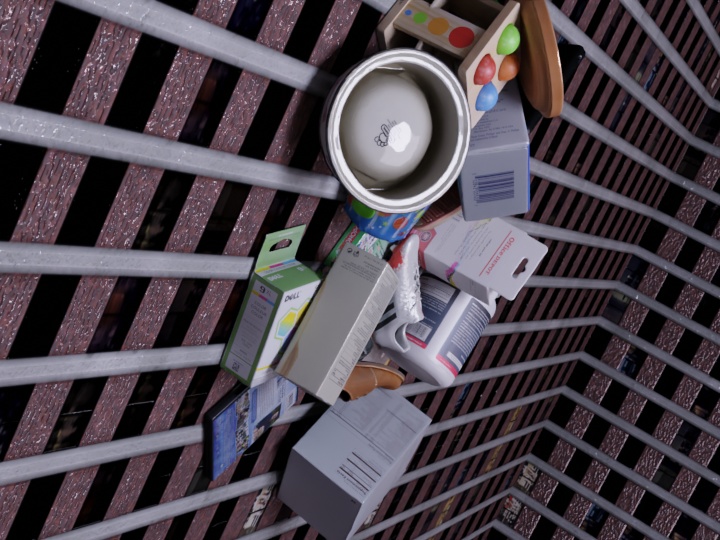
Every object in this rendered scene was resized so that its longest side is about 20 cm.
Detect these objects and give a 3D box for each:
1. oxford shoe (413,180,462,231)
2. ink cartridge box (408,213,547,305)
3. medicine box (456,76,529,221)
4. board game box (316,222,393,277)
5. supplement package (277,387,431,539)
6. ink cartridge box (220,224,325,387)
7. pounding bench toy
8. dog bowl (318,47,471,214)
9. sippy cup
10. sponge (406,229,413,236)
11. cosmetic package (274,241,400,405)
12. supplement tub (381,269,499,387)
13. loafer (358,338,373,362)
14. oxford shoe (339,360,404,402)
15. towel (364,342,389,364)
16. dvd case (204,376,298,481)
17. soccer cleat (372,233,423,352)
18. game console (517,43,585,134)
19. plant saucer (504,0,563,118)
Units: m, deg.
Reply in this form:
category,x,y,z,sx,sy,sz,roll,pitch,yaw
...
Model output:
category,x,y,z,sx,sy,sz,roll,pitch,yaw
oxford shoe,0.161,-0.114,1.751,0.199,0.071,0.074,-34,144,-5
ink cartridge box,0.183,-0.028,1.789,0.117,0.199,0.068,-51,157,-18
medicine box,0.179,-0.206,1.644,0.183,0.102,0.202,73,10,-62
board game box,0.000,0.000,1.730,0.135,0.029,0.200,-54,158,-14
supplement package,-0.013,0.313,1.892,0.200,0.147,0.192,-44,164,-35
ink cartridge box,-0.108,0.047,1.509,0.104,0.059,0.202,-18,133,-59
pounding bench toy,0.145,-0.316,1.490,0.201,0.155,0.125,-53,157,-18
dog bowl,0.035,-0.175,1.415,0.198,0.074,0.202,-6,103,-25
sippy cup,0.046,-0.117,1.570,0.177,0.140,0.131,7,126,-37
sponge,0.115,-0.122,1.831,0.199,0.030,0.112,-24,139,-56
cosmetic package,-0.029,0.074,1.542,0.201,0.071,0.105,-61,163,-9
supplement tub,0.137,0.078,1.892,0.201,0.140,0.141,-57,158,-12
loafer,-0.022,0.089,1.686,0.062,0.072,0.200,-26,155,20
oxford shoe,-0.006,0.175,1.806,0.199,0.071,0.072,15,76,-44
towel,0.042,0.100,1.938,0.201,0.034,0.133,-59,159,-4
dvd case,-0.154,0.197,1.648,0.200,0.017,0.144,-41,151,-38
soccer cleat,0.068,0.037,1.772,0.068,0.085,0.202,-27,141,-54
game console,0.282,-0.273,1.909,0.201,0.175,0.117,-54,129,-17
plant saucer,0.226,-0.300,1.511,0.032,0.202,0.201,-15,152,1
